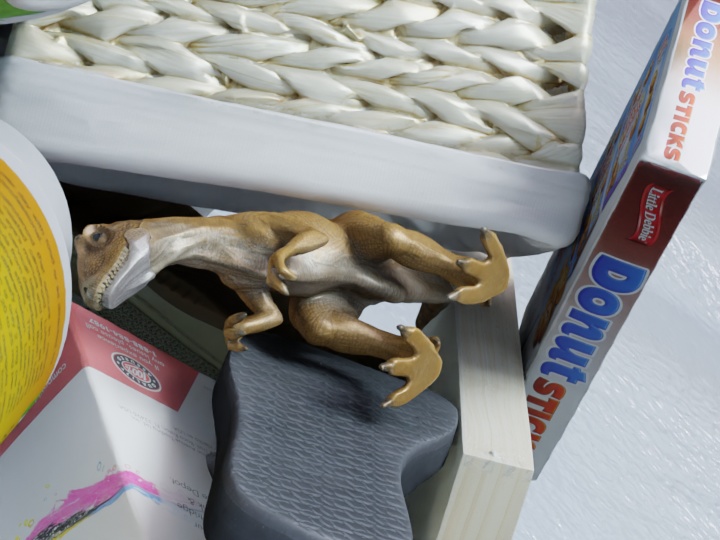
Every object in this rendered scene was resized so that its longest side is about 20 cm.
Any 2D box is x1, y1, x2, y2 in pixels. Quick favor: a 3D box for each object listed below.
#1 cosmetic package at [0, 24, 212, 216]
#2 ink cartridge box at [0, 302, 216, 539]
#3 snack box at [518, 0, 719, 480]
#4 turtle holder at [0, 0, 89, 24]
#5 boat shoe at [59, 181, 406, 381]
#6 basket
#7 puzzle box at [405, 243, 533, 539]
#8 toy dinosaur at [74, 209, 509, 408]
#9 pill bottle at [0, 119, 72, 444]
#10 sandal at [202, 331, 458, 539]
[{"bbox_3d":[-0.145,-0.088,1.121,0.200,0.051,0.083,35,19,-28],"label":"cosmetic package"},{"bbox_3d":[-0.048,0.111,0.857,0.116,0.068,0.200,32,20,-34],"label":"ink cartridge box"},{"bbox_3d":[0.082,-0.007,0.946,0.024,0.200,0.072,20,57,-1],"label":"snack box"},{"bbox_3d":[-0.116,-0.146,0.845,0.131,0.141,0.185,-1,10,-26],"label":"turtle holder"},{"bbox_3d":[-0.072,0.021,1.020,0.200,0.065,0.072,33,24,28],"label":"boat shoe"},{"bbox_3d":[-0.023,-0.081,0.965,0.199,0.124,0.136,9,-3,-7],"label":"basket"},{"bbox_3d":[0.028,0.079,0.997,0.025,0.133,0.200,13,23,-5],"label":"puzzle box"},{"bbox_3d":[0.000,0.000,0.900,0.106,0.061,0.200,25,9,41],"label":"toy dinosaur"},{"bbox_3d":[-0.143,0.014,0.787,0.111,0.111,0.200,43,17,-5],"label":"pill bottle"},{"bbox_3d":[-0.017,0.063,0.853,0.076,0.043,0.200,22,14,2],"label":"sandal"}]
